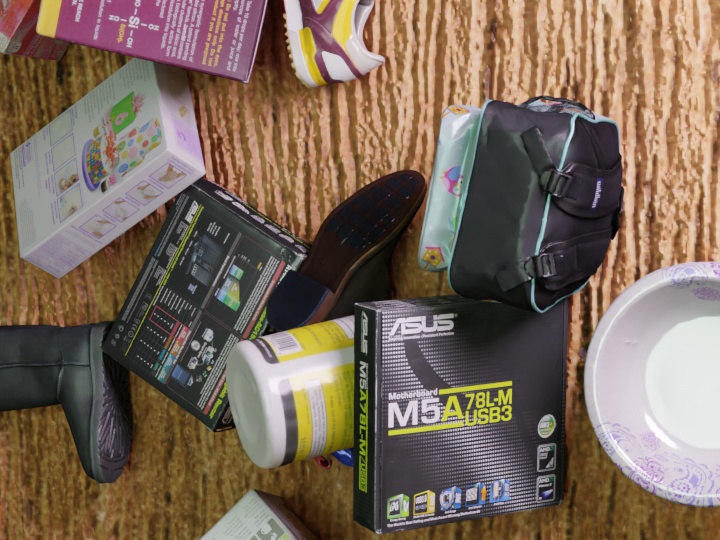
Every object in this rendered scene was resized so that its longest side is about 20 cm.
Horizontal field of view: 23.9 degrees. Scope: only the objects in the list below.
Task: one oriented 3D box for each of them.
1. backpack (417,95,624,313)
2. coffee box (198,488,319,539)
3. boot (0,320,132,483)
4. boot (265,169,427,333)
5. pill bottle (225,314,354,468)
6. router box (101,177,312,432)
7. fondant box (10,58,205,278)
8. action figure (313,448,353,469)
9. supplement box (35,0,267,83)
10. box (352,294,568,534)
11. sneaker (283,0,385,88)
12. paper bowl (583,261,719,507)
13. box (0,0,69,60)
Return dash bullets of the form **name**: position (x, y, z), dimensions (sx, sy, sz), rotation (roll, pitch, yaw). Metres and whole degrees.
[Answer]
- **backpack**: position (0.143, -0.062, 1.440), dimensions (0.153, 0.200, 0.177), rotation (13, 101, 29)
- **coffee box**: position (-0.049, 0.305, 1.575), dimensions (0.080, 0.114, 0.200), rotation (-44, 73, 1)
- **boot**: position (-0.335, 0.135, 1.735), dimensions (0.199, 0.066, 0.166), rotation (-4, 82, 22)
- **boot**: position (0.000, 0.000, 1.585), dimensions (0.200, 0.097, 0.075), rotation (-47, 51, -10)
- **pill bottle**: position (-0.009, 0.099, 1.507), dimensions (0.199, 0.114, 0.115), rotation (-12, 90, -20)
- **router box**: position (-0.141, 0.032, 1.645), dimensions (0.150, 0.062, 0.201), rotation (34, 105, 21)
- **fondant box**: position (-0.251, -0.105, 1.661), dimensions (0.200, 0.058, 0.145), rotation (-34, 48, 23)
- **action figure**: position (-0.022, 0.152, 1.590), dimensions (0.199, 0.052, 0.066), rotation (29, 108, 15)
- **supplement box**: position (-0.190, -0.250, 1.579), dimensions (0.199, 0.131, 0.104), rotation (12, 100, -6)
- **box**: position (0.088, 0.117, 1.468), dimensions (0.047, 0.199, 0.194), rotation (18, 109, 59)
- **sneaker**: position (-0.031, -0.275, 1.587), dimensions (0.090, 0.075, 0.201), rotation (-12, 93, 16)
- **paper bowl**: position (0.295, 0.092, 1.423), dimensions (0.200, 0.104, 0.202), rotation (1, 92, 25)
- **box**: position (-0.310, -0.319, 1.693), dimensions (0.095, 0.103, 0.200), rotation (40, 108, 19)
